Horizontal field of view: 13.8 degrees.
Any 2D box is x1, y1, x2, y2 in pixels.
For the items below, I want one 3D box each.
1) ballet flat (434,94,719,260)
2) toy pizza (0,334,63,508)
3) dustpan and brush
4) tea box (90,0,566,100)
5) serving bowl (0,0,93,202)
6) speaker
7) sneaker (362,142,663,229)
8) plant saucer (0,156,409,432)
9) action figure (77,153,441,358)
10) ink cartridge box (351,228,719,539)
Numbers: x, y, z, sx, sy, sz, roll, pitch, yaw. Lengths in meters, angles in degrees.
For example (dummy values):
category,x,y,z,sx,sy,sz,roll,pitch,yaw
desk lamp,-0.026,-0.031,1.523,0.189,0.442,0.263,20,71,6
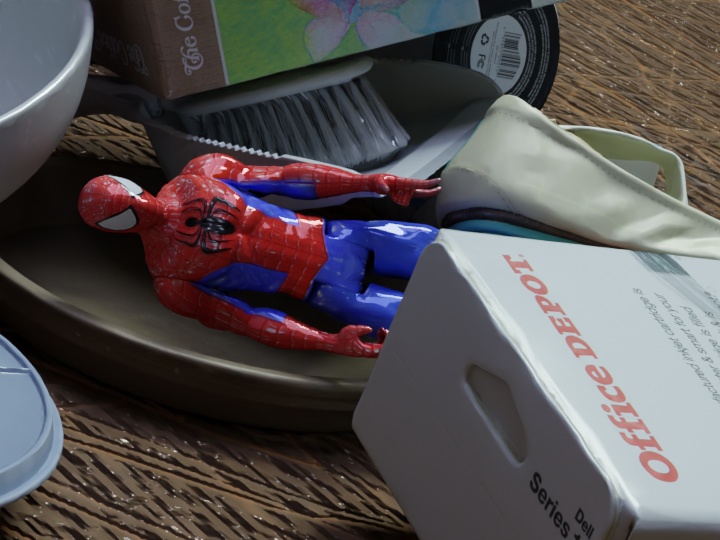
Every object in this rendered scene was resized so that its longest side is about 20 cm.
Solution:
category,x,y,z,sx,sy,sz,roll,pitch,yaw
ballet flat,0.123,-0.007,1.091,0.199,0.070,0.070,24,15,-16
toy pizza,-0.187,0.036,0.882,0.199,0.032,0.200,15,18,-5
dustpan and brush,-0.057,-0.059,1.135,0.199,0.058,0.140,-8,15,25
tea box,-0.028,-0.164,1.161,0.196,0.134,0.200,-17,17,-17
serving bowl,-0.193,-0.059,1.058,0.199,0.066,0.201,1,33,0
speaker,-0.009,-0.110,1.328,0.081,0.082,0.199,-1,11,-44
sneaker,0.050,-0.018,1.201,0.076,0.081,0.200,8,1,-22
plant saucer,-0.056,0.009,1.087,0.199,0.030,0.200,16,17,-5
action figure,0.000,0.000,1.017,0.199,0.066,0.052,14,-9,-11
ink cartridge box,0.116,0.067,0.950,0.199,0.083,0.147,7,33,-31
